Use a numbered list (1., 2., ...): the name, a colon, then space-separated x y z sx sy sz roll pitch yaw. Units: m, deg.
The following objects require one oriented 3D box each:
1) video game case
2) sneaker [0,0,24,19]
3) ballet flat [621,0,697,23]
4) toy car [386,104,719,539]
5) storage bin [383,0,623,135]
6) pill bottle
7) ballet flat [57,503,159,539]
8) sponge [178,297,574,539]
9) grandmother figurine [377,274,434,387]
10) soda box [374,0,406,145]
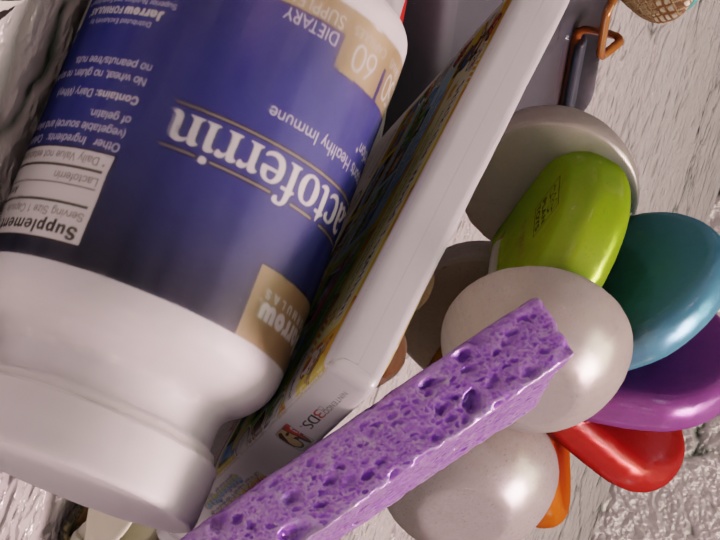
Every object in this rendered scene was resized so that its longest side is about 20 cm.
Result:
1. video game case: 0.000 0.000 0.977 0.182 0.023 0.200 -46 -167 55
2. sneaker: -0.105 -0.130 0.684 0.201 0.076 0.115 75 33 -71
3. ballet flat: 0.097 -0.201 1.072 0.065 0.070 0.200 -2 76 -44
4. toy car: 0.099 0.038 1.165 0.175 0.150 0.200 -80 -168 -51
5. storage bin: 0.044 -0.128 1.207 0.134 0.145 0.200 -46 153 -41
6. pill bottle: -0.068 -0.016 0.904 0.116 0.116 0.200 63 46 -72
7. ballet flat: -0.062 0.067 1.074 0.200 0.072 0.072 -54 166 -3
8. sponge: -0.015 0.083 0.910 0.200 0.030 0.112 -33 172 -11
9. grandmother figurine: -0.020 0.047 1.221 0.121 0.061 0.200 -43 176 -17
10. soda box: -0.020 -0.102 1.102 0.068 0.063 0.200 -53 157 -56
